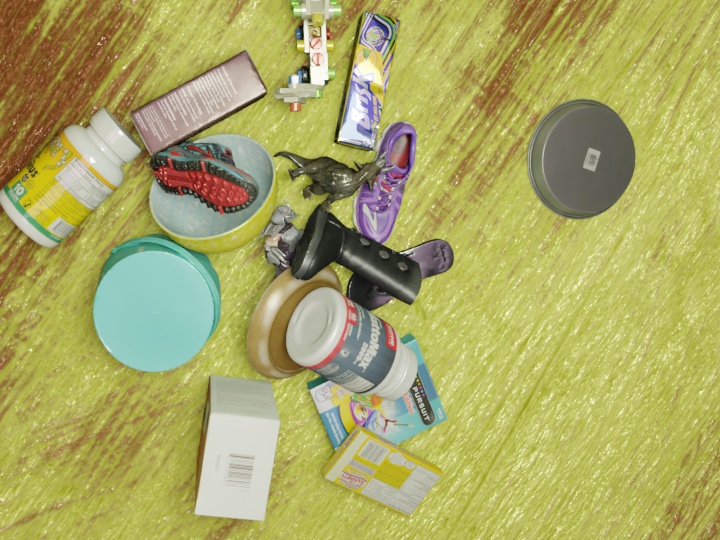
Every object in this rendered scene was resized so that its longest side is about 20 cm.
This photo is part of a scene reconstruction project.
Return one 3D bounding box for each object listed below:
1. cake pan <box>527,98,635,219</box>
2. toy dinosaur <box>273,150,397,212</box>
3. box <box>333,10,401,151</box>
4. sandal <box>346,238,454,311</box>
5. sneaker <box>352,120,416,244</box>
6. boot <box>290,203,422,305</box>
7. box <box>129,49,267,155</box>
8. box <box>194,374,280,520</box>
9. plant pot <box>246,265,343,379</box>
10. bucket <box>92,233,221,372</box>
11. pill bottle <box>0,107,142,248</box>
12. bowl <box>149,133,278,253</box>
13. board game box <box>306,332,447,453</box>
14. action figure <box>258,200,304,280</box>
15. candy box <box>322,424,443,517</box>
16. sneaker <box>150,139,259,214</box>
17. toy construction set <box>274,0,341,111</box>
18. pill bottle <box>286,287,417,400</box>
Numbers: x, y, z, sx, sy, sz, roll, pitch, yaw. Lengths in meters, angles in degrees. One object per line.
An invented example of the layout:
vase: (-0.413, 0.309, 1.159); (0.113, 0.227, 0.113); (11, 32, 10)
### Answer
cake pan: (0.380, -0.187, 1.365); (0.195, 0.037, 0.206); (-1, 98, -10)
toy dinosaur: (-0.049, -0.146, 1.261); (0.197, 0.102, 0.079); (11, 115, 33)
box: (0.009, -0.294, 1.267); (0.063, 0.070, 0.205); (10, 96, -9)
sandal: (0.064, 0.003, 1.332); (0.197, 0.043, 0.077); (-28, 102, -5)
sneaker: (0.041, -0.141, 1.288); (0.079, 0.083, 0.205); (13, 97, -11)
boot: (0.000, -0.001, 1.228); (0.198, 0.166, 0.066); (33, 127, -14)
box: (-0.241, -0.250, 1.214); (0.197, 0.100, 0.076); (-28, 101, -6)
box: (-0.193, 0.267, 1.244); (0.104, 0.200, 0.156); (8, 97, -12)
plant pot: (-0.093, 0.083, 1.261); (0.198, 0.027, 0.204); (-28, 132, -36)
bucket: (-0.308, 0.049, 1.226); (0.202, 0.135, 0.213); (-2, 99, -11)
pill bottle: (-0.423, -0.141, 1.191); (0.200, 0.113, 0.113); (-43, 103, -1)
bowl: (-0.210, -0.098, 1.226); (0.197, 0.202, 0.108); (-26, 145, -5)
board game box: (0.028, 0.219, 1.354); (0.197, 0.047, 0.154); (-25, 101, -6)
action figure: (-0.113, -0.012, 1.270); (0.068, 0.130, 0.205); (10, 114, 27)
candy box: (0.040, 0.338, 1.349); (0.198, 0.027, 0.103); (33, 103, -30)
sneaker: (-0.208, -0.148, 1.139); (0.095, 0.197, 0.081); (-43, 139, -34)
toy construction set: (-0.072, -0.337, 1.216); (0.090, 0.131, 0.205); (11, 96, -10)
pill bottle: (-0.007, 0.120, 1.228); (0.199, 0.119, 0.121); (32, 92, -38)
